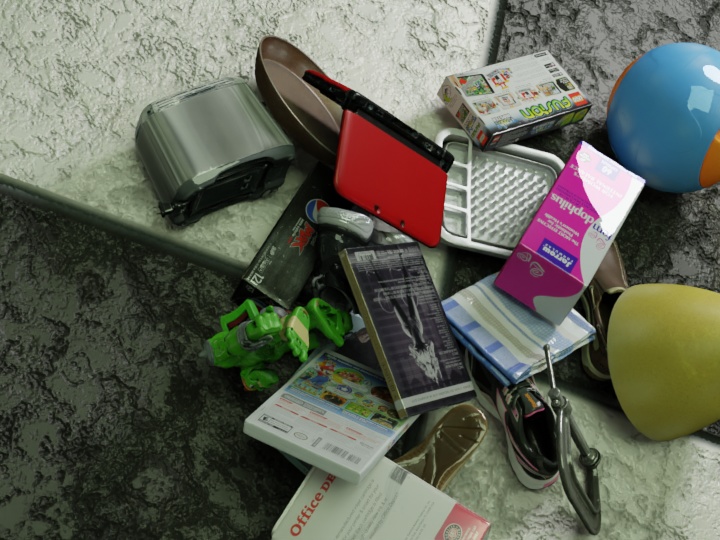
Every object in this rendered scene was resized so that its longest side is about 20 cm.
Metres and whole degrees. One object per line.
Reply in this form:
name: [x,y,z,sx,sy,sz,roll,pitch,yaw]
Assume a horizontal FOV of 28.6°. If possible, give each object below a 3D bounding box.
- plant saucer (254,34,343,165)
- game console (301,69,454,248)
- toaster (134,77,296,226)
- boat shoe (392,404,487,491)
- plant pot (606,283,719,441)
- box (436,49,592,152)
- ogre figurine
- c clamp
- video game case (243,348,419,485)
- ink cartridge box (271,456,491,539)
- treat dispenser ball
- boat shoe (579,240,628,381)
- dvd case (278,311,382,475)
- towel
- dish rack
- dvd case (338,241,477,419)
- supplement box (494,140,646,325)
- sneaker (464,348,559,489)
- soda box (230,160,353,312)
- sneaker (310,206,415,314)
plant saucer: [-0.066,-0.204,1.767,0.200,0.034,0.201,42,23,-23]
game console: [0.012,-0.138,1.747,0.199,0.172,0.120,28,93,-43]
toaster: [-0.185,-0.143,1.699,0.198,0.114,0.130,-23,72,-26]
boat shoe: [0.070,0.240,1.644,0.200,0.065,0.072,-44,73,-12]
plant pot: [0.423,0.104,1.764,0.199,0.141,0.203,15,68,-43]
box: [0.210,-0.231,1.910,0.199,0.035,0.111,-19,63,-36]
ogre figurine: [-0.098,0.075,1.595,0.099,0.119,0.200,65,27,-9]
c clamp: [0.260,0.214,1.692,0.027,0.201,0.172,-13,45,18]
video game case: [-0.022,0.158,1.571,0.142,0.018,0.200,22,28,17]
ink cartridge box: [0.023,0.292,1.547,0.199,0.083,0.147,30,72,15]
treat dispenser ball: [0.434,-0.206,1.918,0.198,0.201,0.203,9,63,-18]
boat shoe: [0.328,0.038,1.836,0.074,0.075,0.205,8,64,-18]
dvd case: [-0.017,0.159,1.676,0.146,0.022,0.200,42,59,1]
towel: [0.192,0.062,1.752,0.147,0.024,0.199,44,39,20]
dish rack: [0.179,-0.088,1.854,0.198,0.044,0.174,12,61,-16]
dvd case: [0.056,0.065,1.634,0.148,0.016,0.202,-7,72,-53]
supplement box: [0.264,-0.048,1.778,0.101,0.104,0.201,32,57,4]
sneaker: [0.198,0.160,1.713,0.080,0.086,0.201,-25,76,-15]
soda box: [-0.077,-0.032,1.716,0.070,0.063,0.201,34,59,-4]
sneaker: [0.000,0.000,1.703,0.199,0.075,0.115,25,79,-56]
